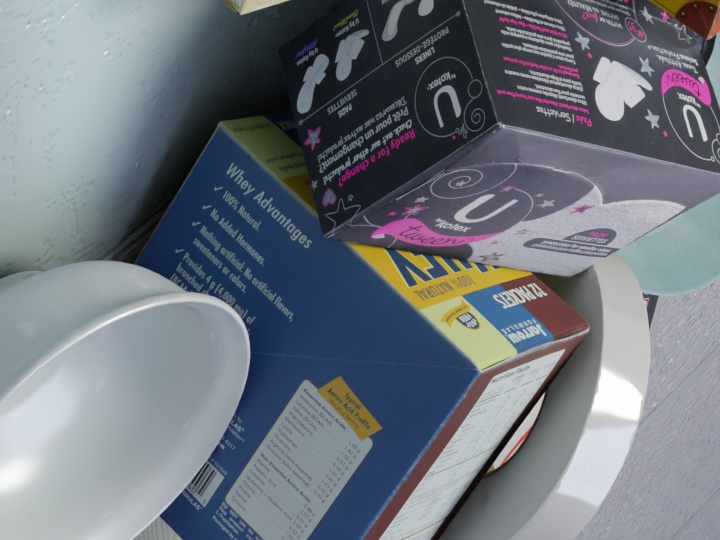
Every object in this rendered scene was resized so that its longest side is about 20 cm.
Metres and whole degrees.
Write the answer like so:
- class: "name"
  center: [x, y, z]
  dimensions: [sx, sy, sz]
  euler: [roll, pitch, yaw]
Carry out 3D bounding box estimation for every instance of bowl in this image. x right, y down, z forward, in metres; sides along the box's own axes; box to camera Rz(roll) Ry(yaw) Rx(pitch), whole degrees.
- class: "bowl"
  center: [-0.159, 0.065, 1.148]
  dimensions: [0.201, 0.090, 0.202]
  euler: [-35, 150, -23]

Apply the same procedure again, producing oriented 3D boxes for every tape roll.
- class: "tape roll"
  center: [0.090, 0.074, 1.320]
  dimensions: [0.037, 0.203, 0.203]
  euler: [20, 110, -28]

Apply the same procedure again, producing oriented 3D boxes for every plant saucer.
- class: "plant saucer"
  center: [0.188, -0.085, 1.477]
  dimensions: [0.200, 0.039, 0.202]
  euler: [-2, 94, -37]

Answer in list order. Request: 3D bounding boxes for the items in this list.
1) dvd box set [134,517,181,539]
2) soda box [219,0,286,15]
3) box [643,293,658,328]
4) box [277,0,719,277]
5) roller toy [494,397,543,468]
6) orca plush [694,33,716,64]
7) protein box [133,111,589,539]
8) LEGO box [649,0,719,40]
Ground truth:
- class: "dvd box set"
  center: [-0.162, 0.195, 1.449]
  dimensions: [0.200, 0.029, 0.147]
  euler: [-42, 156, -25]
- class: "soda box"
  center: [-0.011, -0.185, 1.117]
  dimensions: [0.200, 0.064, 0.068]
  euler: [-26, 147, -51]
- class: "box"
  center: [0.126, -0.018, 1.532]
  dimensions: [0.198, 0.050, 0.201]
  euler: [-8, 122, -37]
- class: "box"
  center: [0.078, -0.078, 1.190]
  dimensions: [0.199, 0.115, 0.132]
  euler: [10, 148, -45]
- class: "roller toy"
  center: [0.077, 0.112, 1.672]
  dimensions: [0.200, 0.140, 0.183]
  euler: [-40, 156, -29]
- class: "orca plush"
  center: [0.226, -0.186, 1.396]
  dimensions: [0.201, 0.071, 0.105]
  euler: [-61, 146, -3]
- class: "protein box"
  center: [-0.024, 0.052, 1.256]
  dimensions: [0.200, 0.198, 0.135]
  euler: [-56, 160, 24]
- class: "LEGO box"
  center: [0.156, -0.232, 1.203]
  dimensions: [0.149, 0.200, 0.077]
  euler: [-39, 156, -33]
